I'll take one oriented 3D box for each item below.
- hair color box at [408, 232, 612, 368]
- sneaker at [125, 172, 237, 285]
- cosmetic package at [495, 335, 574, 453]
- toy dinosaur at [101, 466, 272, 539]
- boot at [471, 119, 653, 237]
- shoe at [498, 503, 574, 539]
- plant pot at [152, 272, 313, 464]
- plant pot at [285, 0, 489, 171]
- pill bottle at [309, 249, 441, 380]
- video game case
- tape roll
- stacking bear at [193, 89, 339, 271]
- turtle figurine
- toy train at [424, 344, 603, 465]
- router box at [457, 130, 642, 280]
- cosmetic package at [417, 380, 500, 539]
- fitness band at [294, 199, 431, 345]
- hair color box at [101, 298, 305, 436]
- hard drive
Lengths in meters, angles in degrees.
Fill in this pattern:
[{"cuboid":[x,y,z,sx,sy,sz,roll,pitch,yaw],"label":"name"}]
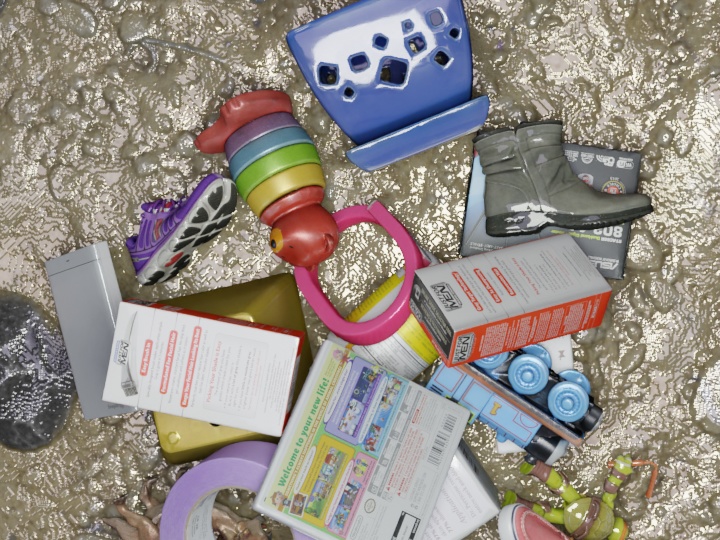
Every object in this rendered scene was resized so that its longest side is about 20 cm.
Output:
[{"cuboid":[0.164,0.030,1.624,0.199,0.061,0.102,-13,47,-22],"label":"hair color box"},{"cuboid":[-0.221,-0.058,1.733,0.200,0.080,0.084,-40,78,39],"label":"sneaker"},{"cuboid":[0.201,0.110,1.740,0.101,0.074,0.201,-6,90,6],"label":"cosmetic package"},{"cuboid":[-0.219,0.316,1.777,0.199,0.086,0.136,-16,97,10],"label":"toy dinosaur"},{"cuboid":[0.229,-0.111,1.675,0.199,0.068,0.131,-4,86,3],"label":"boot"},{"cuboid":[0.240,0.323,1.658,0.091,0.072,0.200,-17,128,35],"label":"shoe"},{"cuboid":[-0.162,0.122,1.717,0.199,0.176,0.201,-13,91,4],"label":"plant pot"},{"cuboid":[0.042,-0.220,1.686,0.199,0.200,0.181,-21,96,4],"label":"plant pot"},{"cuboid":[0.038,0.078,1.733,0.200,0.109,0.109,-42,88,4],"label":"pill bottle"},{"cuboid":[0.004,0.201,1.576,0.181,0.022,0.201,27,69,-9],"label":"video game case"},{"cuboid":[-0.119,0.293,1.624,0.199,0.066,0.201,5,102,21],"label":"tape roll"},{"cuboid":[-0.091,-0.097,1.721,0.113,0.121,0.201,-16,74,-38],"label":"stacking bear"},{"cuboid":[0.248,0.289,1.719,0.161,0.064,0.201,25,108,-11],"label":"turtle figurine"},{"cuboid":[0.173,0.139,1.670,0.200,0.087,0.115,34,104,4],"label":"toy train"},{"cuboid":[0.221,-0.077,1.738,0.199,0.062,0.151,8,93,4],"label":"router box"},{"cuboid":[0.035,0.253,1.710,0.200,0.166,0.168,-33,88,4],"label":"cosmetic package"},{"cuboid":[0.000,0.000,1.710,0.144,0.037,0.200,-43,45,4],"label":"fitness band"},{"cuboid":[-0.168,0.103,1.598,0.199,0.064,0.111,11,94,3],"label":"hair color box"},{"cuboid":[-0.316,0.075,1.762,0.027,0.132,0.201,-15,91,-39],"label":"hard drive"}]
